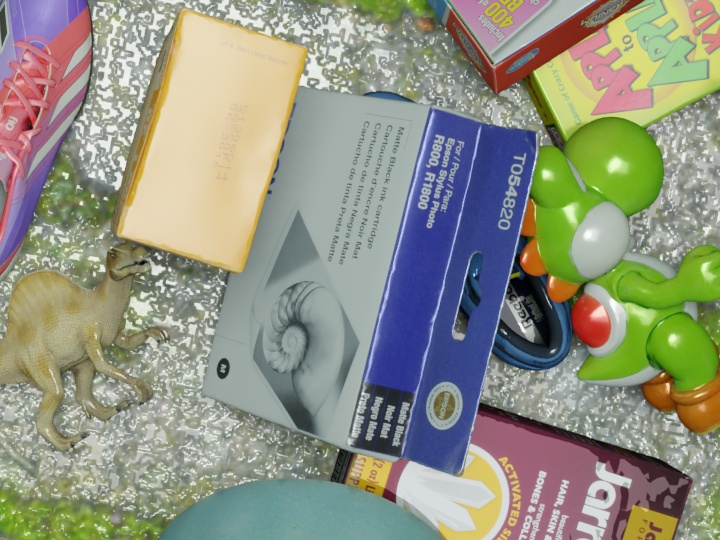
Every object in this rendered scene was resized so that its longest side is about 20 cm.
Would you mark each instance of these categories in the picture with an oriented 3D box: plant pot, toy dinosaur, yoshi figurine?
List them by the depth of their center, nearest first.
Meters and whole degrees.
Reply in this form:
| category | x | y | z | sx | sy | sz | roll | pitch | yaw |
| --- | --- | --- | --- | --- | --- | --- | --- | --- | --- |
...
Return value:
| category | x | y | z | sx | sy | sz | roll | pitch | yaw |
| --- | --- | --- | --- | --- | --- | --- | --- | --- | --- |
| plant pot | -0.037 | 0.237 | 1.119 | 0.199 | 0.135 | 0.201 | 4 | 127 | 6 |
| yoshi figurine | 0.167 | -0.010 | 1.173 | 0.112 | 0.112 | 0.200 | -24 | 116 | 31 |
| toy dinosaur | -0.183 | 0.052 | 1.192 | 0.200 | 0.058 | 0.101 | -31 | 94 | 20 |

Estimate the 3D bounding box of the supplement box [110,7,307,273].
| category | x | y | z | sx | sy | sz | roll | pitch | yaw |
| --- | --- | --- | --- | --- | --- | --- | --- | --- | --- |
| supplement box | -0.090 | -0.070 | 1.120 | 0.073 | 0.200 | 0.127 | 16 | 89 | -8 |

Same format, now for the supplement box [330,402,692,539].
| category | x | y | z | sx | sy | sz | roll | pitch | yaw |
| --- | --- | --- | --- | --- | --- | --- | --- | --- | --- |
| supplement box | 0.083 | 0.141 | 1.196 | 0.199 | 0.086 | 0.111 | 17 | 90 | -5 |

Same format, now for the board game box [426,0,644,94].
| category | x | y | z | sx | sy | sz | roll | pitch | yaw |
| --- | --- | --- | --- | --- | --- | --- | --- | --- | --- |
| board game box | 0.120 | -0.220 | 1.184 | 0.199 | 0.040 | 0.153 | -32 | 70 | -5 |

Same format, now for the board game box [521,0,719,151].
| category | x | y | z | sx | sy | sz | roll | pitch | yaw |
| --- | --- | --- | --- | --- | --- | --- | --- | --- | --- |
| board game box | 0.193 | -0.155 | 1.218 | 0.199 | 0.048 | 0.102 | -27 | 94 | -4 |

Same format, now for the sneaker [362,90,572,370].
| category | x | y | z | sx | sy | sz | roll | pitch | yaw |
| --- | --- | --- | --- | --- | --- | --- | --- | --- | --- |
| sneaker | 0.062 | -0.027 | 1.196 | 0.066 | 0.078 | 0.200 | -36 | 92 | -1 |

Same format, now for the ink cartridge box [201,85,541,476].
| category | x | y | z | sx | sy | sz | roll | pitch | yaw |
| --- | --- | --- | --- | --- | --- | --- | --- | --- | --- |
| ink cartridge box | 0.000 | 0.000 | 1.140 | 0.040 | 0.200 | 0.201 | 13 | 89 | -42 |

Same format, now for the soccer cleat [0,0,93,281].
| category | x | y | z | sx | sy | sz | roll | pitch | yaw |
| --- | --- | --- | --- | --- | --- | --- | --- | --- | --- |
| soccer cleat | -0.206 | -0.083 | 1.174 | 0.068 | 0.073 | 0.201 | 19 | 90 | -5 |
